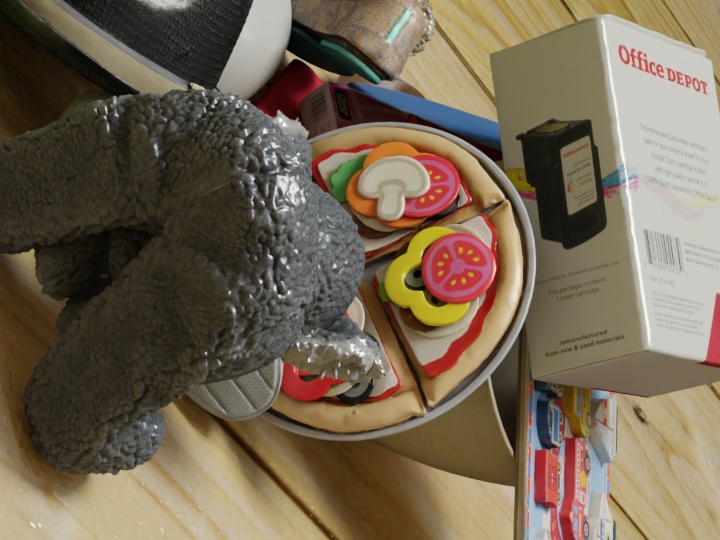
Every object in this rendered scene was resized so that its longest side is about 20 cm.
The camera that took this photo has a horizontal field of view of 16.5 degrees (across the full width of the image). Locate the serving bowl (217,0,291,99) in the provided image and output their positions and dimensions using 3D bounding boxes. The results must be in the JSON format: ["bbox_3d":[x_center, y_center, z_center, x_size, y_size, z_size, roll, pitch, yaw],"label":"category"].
[{"bbox_3d":[-0.101,-0.209,1.607,0.200,0.066,0.201,50,23,-31],"label":"serving bowl"}]

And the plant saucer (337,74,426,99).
[{"bbox_3d":[0.042,-0.060,1.791,0.201,0.036,0.201,54,25,-39],"label":"plant saucer"}]

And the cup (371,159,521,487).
[{"bbox_3d":[0.046,0.035,1.524,0.200,0.142,0.202,-4,90,-66],"label":"cup"}]

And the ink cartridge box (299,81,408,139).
[{"bbox_3d":[0.047,-0.060,1.701,0.199,0.037,0.095,15,54,-43],"label":"ink cartridge box"}]

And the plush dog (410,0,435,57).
[{"bbox_3d":[0.019,-0.279,1.830,0.200,0.171,0.161,46,26,-37],"label":"plush dog"}]

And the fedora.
[{"bbox_3d":[-0.122,-0.155,1.357,0.200,0.092,0.201,36,8,-6],"label":"fedora"}]

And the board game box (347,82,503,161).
[{"bbox_3d":[0.078,-0.073,1.624,0.200,0.039,0.158,26,11,41],"label":"board game box"}]

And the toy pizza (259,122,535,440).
[{"bbox_3d":[0.000,0.000,1.410,0.032,0.199,0.201,60,14,-60],"label":"toy pizza"}]

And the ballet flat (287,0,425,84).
[{"bbox_3d":[-0.004,-0.165,1.660,0.068,0.067,0.200,38,-4,-24],"label":"ballet flat"}]

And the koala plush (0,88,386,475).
[{"bbox_3d":[-0.064,-0.005,1.254,0.200,0.183,0.178,6,60,-59],"label":"koala plush"}]

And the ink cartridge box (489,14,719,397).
[{"bbox_3d":[0.158,-0.035,1.480,0.145,0.082,0.201,12,67,-54],"label":"ink cartridge box"}]

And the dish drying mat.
[{"bbox_3d":[-0.047,-0.083,1.656,0.077,0.018,0.200,61,20,-13],"label":"dish drying mat"}]

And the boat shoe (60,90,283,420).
[{"bbox_3d":[-0.099,-0.013,1.367,0.062,0.072,0.201,-91,155,-76],"label":"boat shoe"}]

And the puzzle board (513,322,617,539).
[{"bbox_3d":[0.126,0.134,1.493,0.151,0.017,0.201,31,58,-61],"label":"puzzle board"}]
